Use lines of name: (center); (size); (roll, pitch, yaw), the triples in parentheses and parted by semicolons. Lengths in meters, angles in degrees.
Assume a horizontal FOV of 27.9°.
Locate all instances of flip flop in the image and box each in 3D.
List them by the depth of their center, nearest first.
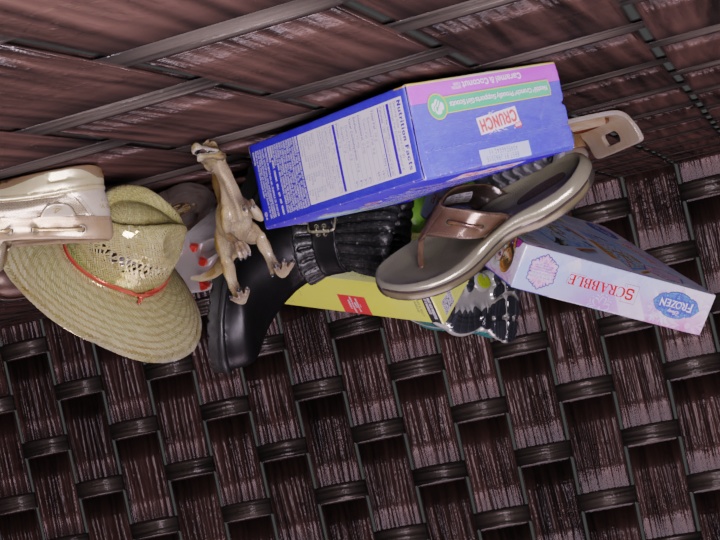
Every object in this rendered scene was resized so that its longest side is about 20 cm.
flip flop: (0.095, -0.045, 1.175); (0.199, 0.058, 0.081); (-31, -152, 11)

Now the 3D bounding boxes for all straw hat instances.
straw hat: (-0.191, -0.022, 1.189); (0.085, 0.201, 0.201); (-50, 161, 24)

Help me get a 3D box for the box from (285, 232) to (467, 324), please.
box: (0.000, 0.000, 1.363); (0.199, 0.050, 0.075); (6, -133, 31)

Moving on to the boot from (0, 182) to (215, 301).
boot: (-0.254, -0.029, 1.404); (0.186, 0.065, 0.199); (-28, -169, -36)

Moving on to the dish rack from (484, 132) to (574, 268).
dish rack: (0.139, -0.068, 1.503); (0.043, 0.173, 0.199); (35, 148, -29)

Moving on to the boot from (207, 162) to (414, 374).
boot: (-0.043, 0.001, 1.289); (0.156, 0.213, 0.080); (11, 162, 11)

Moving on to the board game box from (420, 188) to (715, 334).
board game box: (0.179, -0.015, 1.291); (0.198, 0.041, 0.200); (14, -166, -24)

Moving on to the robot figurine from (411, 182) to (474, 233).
robot figurine: (0.022, -0.053, 1.453); (0.198, 0.116, 0.176); (5, 153, 25)

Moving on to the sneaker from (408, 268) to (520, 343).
sneaker: (0.101, 0.029, 1.444); (0.079, 0.078, 0.199); (1, 174, 34)

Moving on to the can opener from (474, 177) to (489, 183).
can opener: (0.136, -0.122, 1.427); (0.052, 0.067, 0.200); (-16, 175, -26)

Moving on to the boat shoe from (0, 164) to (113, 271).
boat shoe: (-0.289, -0.030, 1.101); (0.198, 0.065, 0.071); (-13, 179, -6)

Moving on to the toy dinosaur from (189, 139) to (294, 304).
toy dinosaur: (-0.101, -0.028, 1.180); (0.058, 0.101, 0.201); (-21, 150, -18)

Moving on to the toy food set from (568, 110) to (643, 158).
toy food set: (0.207, -0.130, 1.671); (0.198, 0.061, 0.143); (-13, 179, -12)

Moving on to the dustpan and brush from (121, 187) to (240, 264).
dustpan and brush: (-0.172, -0.056, 1.581); (0.199, 0.058, 0.139); (-6, -166, 35)

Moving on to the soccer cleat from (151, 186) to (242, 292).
soccer cleat: (-0.129, -0.039, 1.443); (0.199, 0.069, 0.078); (-32, -167, 34)

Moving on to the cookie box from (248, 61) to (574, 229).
cookie box: (0.038, -0.097, 1.150); (0.170, 0.076, 0.199); (-14, 180, -41)
